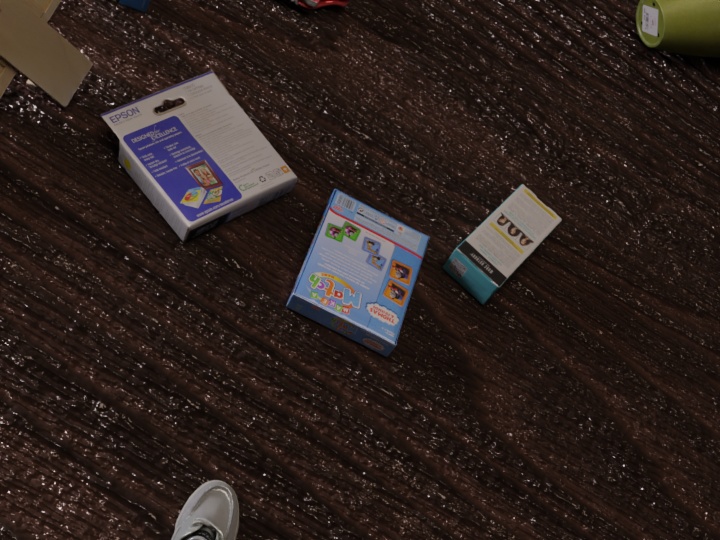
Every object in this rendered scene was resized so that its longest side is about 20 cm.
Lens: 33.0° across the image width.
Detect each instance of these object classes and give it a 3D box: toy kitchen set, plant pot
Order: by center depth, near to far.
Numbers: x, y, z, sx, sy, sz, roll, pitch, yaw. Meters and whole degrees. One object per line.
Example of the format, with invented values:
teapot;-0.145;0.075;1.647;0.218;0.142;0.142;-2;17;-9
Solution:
toy kitchen set;-0.467;-0.312;1.605;0.163;0.180;0.201;40;75;-46
plant pot;0.610;-0.467;2.216;0.198;0.188;0.188;-13;62;-17

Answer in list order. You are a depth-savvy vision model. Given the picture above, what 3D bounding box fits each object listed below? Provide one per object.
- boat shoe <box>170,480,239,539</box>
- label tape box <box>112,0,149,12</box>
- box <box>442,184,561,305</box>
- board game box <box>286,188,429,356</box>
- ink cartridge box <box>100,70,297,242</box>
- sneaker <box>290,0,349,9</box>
boat shoe;-0.171;0.302;1.291;0.070;0.072;0.202;27;48;-7
label tape box;-0.371;-0.466;1.705;0.198;0.144;0.067;19;50;-14
box;0.207;-0.040;1.756;0.082;0.049;0.200;42;48;7
board game box;0.000;0.000;1.627;0.150;0.037;0.201;27;48;-7
ink cartridge box;-0.217;-0.155;1.626;0.197;0.047;0.200;-29;71;-38
sneaker;-0.097;-0.447;1.883;0.198;0.074;0.087;-6;61;-31
